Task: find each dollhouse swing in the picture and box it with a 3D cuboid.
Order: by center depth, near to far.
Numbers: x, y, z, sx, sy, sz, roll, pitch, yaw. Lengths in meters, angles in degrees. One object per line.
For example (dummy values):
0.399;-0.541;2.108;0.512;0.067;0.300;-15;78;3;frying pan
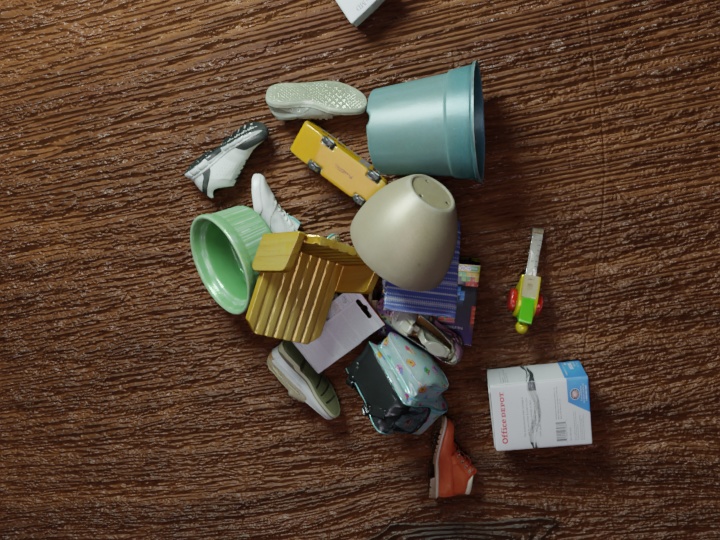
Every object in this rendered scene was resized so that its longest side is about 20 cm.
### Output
-0.089;0.043;1.108;0.196;0.179;0.182;17;80;-37;dollhouse swing

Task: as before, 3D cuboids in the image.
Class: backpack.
0.088;0.230;1.215;0.153;0.199;0.177;-44;52;9;backpack

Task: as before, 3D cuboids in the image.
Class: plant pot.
0.095;-0.086;1.070;0.197;0.202;0.136;30;128;-2;plant pot
0.118;-0.254;1.083;0.189;0.200;0.207;-1;106;16;plant pot

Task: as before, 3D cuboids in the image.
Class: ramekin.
-0.242;-0.027;1.201;0.197;0.096;0.206;28;131;36;ramekin

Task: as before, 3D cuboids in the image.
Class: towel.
0.120;-0.012;1.173;0.139;0.024;0.207;5;68;5;towel

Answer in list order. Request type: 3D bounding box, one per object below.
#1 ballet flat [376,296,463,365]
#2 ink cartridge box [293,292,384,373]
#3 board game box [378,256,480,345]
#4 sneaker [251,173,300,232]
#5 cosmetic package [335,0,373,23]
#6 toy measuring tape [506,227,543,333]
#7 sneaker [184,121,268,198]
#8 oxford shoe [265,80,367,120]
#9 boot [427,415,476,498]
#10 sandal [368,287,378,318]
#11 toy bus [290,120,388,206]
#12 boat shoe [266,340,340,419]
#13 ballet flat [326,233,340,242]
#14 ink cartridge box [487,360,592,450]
0.117;0.118;1.187;0.197;0.071;0.070;33;111;-1;ballet flat
-0.048;0.115;1.267;0.198;0.050;0.110;-37;97;24;ink cartridge box
0.137;0.054;1.231;0.193;0.057;0.171;5;105;7;board game box
-0.166;-0.101;1.234;0.085;0.076;0.206;-12;111;-1;sneaker
-0.033;-0.553;1.076;0.100;0.071;0.202;-35;99;16;cosmetic package
0.330;0.022;1.201;0.071;0.074;0.207;9;85;5;toy measuring tape
-0.255;-0.221;1.214;0.196;0.074;0.081;-29;115;20;sneaker
-0.083;-0.317;1.161;0.192;0.077;0.058;1;146;0;oxford shoe
0.201;0.403;1.317;0.103;0.076;0.207;2;114;5;boot
0.000;0.002;1.226;0.067;0.078;0.219;-2;110;3;sandal
-0.039;-0.203;1.172;0.197;0.078;0.066;36;107;-3;toy bus
-0.123;0.246;1.322;0.068;0.075;0.202;-38;90;23;boat shoe
-0.086;0.019;1.245;0.066;0.070;0.202;47;118;23;ballet flat
0.362;0.276;1.245;0.193;0.084;0.150;-7;104;9;ink cartridge box
